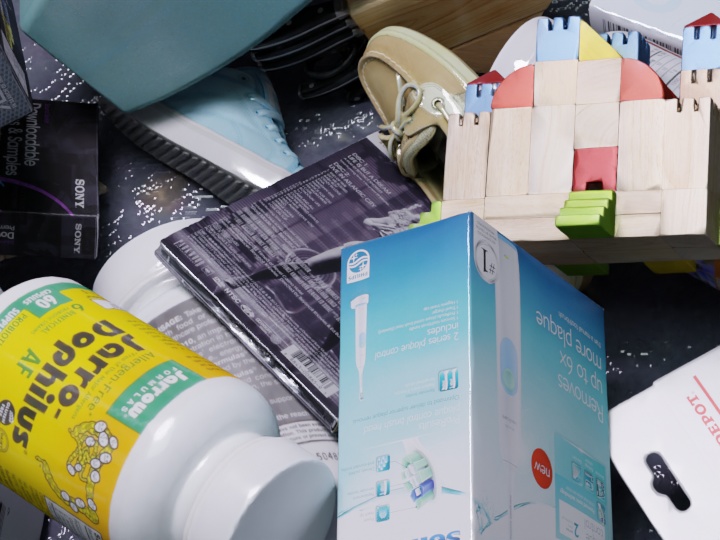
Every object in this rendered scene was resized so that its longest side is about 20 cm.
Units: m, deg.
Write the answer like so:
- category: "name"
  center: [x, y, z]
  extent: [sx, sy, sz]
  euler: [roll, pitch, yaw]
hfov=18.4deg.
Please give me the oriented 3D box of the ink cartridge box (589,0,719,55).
- category: "ink cartridge box"
  center: [0.256, -0.196, 1.356]
  extent: [0.160, 0.047, 0.200]
  euler: [24, 70, 23]

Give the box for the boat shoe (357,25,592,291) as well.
- category: "boat shoe"
  center: [0.055, -0.058, 1.306]
  extent: [0.063, 0.073, 0.201]
  euler: [-28, 73, -27]

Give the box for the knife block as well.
- category: "knife block"
  center: [0.025, -0.181, 1.367]
  extent: [0.175, 0.200, 0.064]
  euler: [4, 56, -20]

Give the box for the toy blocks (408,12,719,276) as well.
- category: "toy blocks"
  center: [0.126, -0.076, 1.221]
  extent: [0.199, 0.100, 0.137]
  euler: [-2, 74, 24]

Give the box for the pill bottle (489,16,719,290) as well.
- category: "pill bottle"
  center: [0.172, -0.071, 1.303]
  extent: [0.200, 0.112, 0.112]
  euler: [29, 70, 26]

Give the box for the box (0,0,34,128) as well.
- category: "box"
  center: [-0.272, -0.110, 1.269]
  extent: [0.157, 0.051, 0.200]
  euler: [-25, 27, -1]

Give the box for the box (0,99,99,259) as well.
- category: "box"
  center: [-0.259, -0.063, 1.363]
  extent: [0.199, 0.036, 0.143]
  euler: [4, 33, -10]

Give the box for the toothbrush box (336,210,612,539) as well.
- category: "toothbrush box"
  center: [0.061, 0.093, 1.158]
  extent: [0.085, 0.146, 0.201]
  euler: [-15, 59, 31]

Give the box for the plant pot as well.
- category: "plant pot"
  center: [-0.108, -0.204, 1.350]
  extent: [0.200, 0.141, 0.141]
  euler: [-43, 28, 17]

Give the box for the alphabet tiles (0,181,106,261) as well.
- category: "alphabet tiles"
  center: [-0.266, -0.047, 1.376]
  extent: [0.200, 0.006, 0.166]
  euler: [-20, 42, -38]

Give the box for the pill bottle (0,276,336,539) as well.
- category: "pill bottle"
  center: [-0.113, 0.091, 1.145]
  extent: [0.200, 0.113, 0.113]
  euler: [29, 69, 33]

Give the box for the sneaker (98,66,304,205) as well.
- category: "sneaker"
  center: [-0.072, -0.089, 1.387]
  extent: [0.200, 0.074, 0.082]
  euler: [33, 76, 26]

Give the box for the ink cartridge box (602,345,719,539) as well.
- category: "ink cartridge box"
  center: [0.239, 0.092, 1.218]
  extent: [0.199, 0.068, 0.115]
  euler: [-28, 57, -5]

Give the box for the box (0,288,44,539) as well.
- category: "box"
  center: [-0.269, 0.099, 1.241]
  extent: [0.130, 0.199, 0.201]
  euler: [-2, 59, 14]

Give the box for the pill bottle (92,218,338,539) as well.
- category: "pill bottle"
  center: [-0.076, 0.075, 1.268]
  extent: [0.113, 0.114, 0.200]
  euler: [-25, 59, -4]

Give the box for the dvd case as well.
- category: "dvd case"
  center: [0.000, 0.000, 1.283]
  extent: [0.149, 0.016, 0.200]
  euler: [44, 46, 18]
